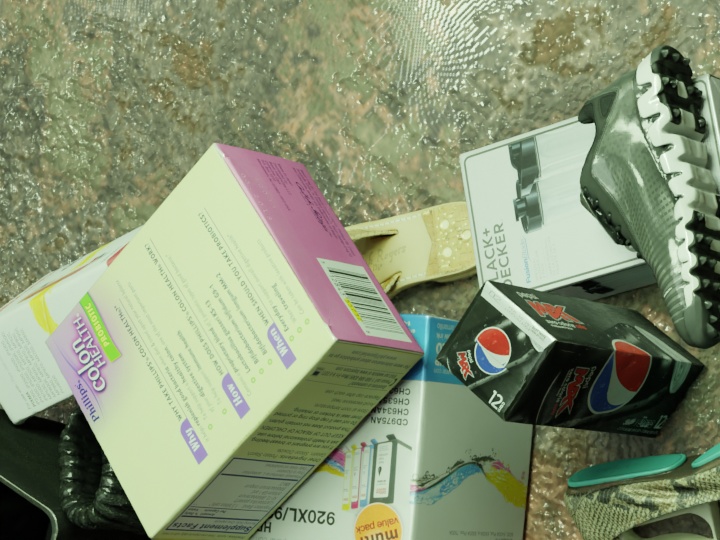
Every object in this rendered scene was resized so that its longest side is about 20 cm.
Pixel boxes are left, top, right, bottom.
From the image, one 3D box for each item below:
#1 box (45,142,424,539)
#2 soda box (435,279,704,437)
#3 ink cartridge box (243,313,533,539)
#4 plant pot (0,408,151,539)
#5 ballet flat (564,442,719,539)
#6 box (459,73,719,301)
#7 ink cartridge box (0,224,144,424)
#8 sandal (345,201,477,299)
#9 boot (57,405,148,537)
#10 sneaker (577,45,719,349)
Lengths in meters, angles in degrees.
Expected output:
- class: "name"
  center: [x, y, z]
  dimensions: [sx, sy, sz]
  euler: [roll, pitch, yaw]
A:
- class: "box"
  center: [-0.087, 0.051, 1.556]
  dimensions: [0.200, 0.097, 0.176]
  euler: [-47, 57, 23]
- class: "soda box"
  center: [0.139, 0.060, 1.507]
  dimensions: [0.071, 0.200, 0.063]
  euler: [41, 108, 32]
- class: "ink cartridge box"
  center: [0.020, 0.134, 1.614]
  dimensions: [0.147, 0.145, 0.201]
  euler: [2, 85, 36]
- class: "plant pot"
  center: [-0.250, 0.217, 1.764]
  dimensions: [0.199, 0.177, 0.201]
  euler: [29, 111, 35]
- class: "ballet flat"
  center: [0.225, 0.144, 1.528]
  dimensions: [0.200, 0.068, 0.075]
  euler: [-23, 93, 36]
- class: "box"
  center: [0.171, -0.047, 1.584]
  dimensions: [0.200, 0.060, 0.117]
  euler: [-16, 75, 33]
- class: "ink cartridge box"
  center: [-0.178, 0.024, 1.759]
  dimensions: [0.200, 0.145, 0.084]
  euler: [-26, 98, 29]
- class: "sandal"
  center: [-0.001, -0.006, 1.694]
  dimensions: [0.211, 0.070, 0.078]
  euler: [-20, 72, 32]
- class: "boot"
  center: [-0.149, 0.132, 1.691]
  dimensions: [0.080, 0.157, 0.211]
  euler: [-66, 27, 12]
- class: "sneaker"
  center: [0.186, -0.038, 1.498]
  dimensions: [0.090, 0.066, 0.201]
  euler: [-23, 67, 34]
